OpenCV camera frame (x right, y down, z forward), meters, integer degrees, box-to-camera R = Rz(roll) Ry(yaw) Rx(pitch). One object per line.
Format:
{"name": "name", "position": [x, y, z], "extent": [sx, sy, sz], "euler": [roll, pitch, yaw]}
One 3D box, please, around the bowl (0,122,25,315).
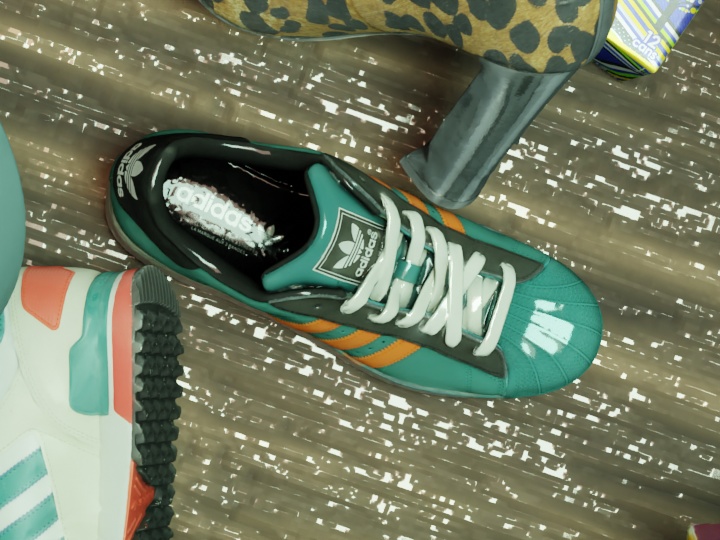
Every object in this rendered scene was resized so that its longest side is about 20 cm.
{"name": "bowl", "position": [-0.197, -0.023, 1.022], "extent": [0.201, 0.201, 0.105], "euler": [56, 41, -4]}

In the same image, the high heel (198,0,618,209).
{"name": "high heel", "position": [0.005, -0.133, 1.045], "extent": [0.200, 0.143, 0.071], "euler": [45, 48, 9]}

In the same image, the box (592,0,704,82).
{"name": "box", "position": [0.045, -0.157, 1.095], "extent": [0.200, 0.064, 0.070], "euler": [36, 86, -5]}

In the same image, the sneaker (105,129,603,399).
{"name": "sneaker", "position": [0.000, 0.000, 1.080], "extent": [0.200, 0.080, 0.071], "euler": [18, 86, -7]}

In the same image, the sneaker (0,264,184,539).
{"name": "sneaker", "position": [-0.123, 0.094, 1.083], "extent": [0.093, 0.070, 0.200], "euler": [6, 92, 13]}

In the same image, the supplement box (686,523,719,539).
{"name": "supplement box", "position": [0.160, 0.199, 1.040], "extent": [0.086, 0.110, 0.200], "euler": [-2, 124, -6]}
